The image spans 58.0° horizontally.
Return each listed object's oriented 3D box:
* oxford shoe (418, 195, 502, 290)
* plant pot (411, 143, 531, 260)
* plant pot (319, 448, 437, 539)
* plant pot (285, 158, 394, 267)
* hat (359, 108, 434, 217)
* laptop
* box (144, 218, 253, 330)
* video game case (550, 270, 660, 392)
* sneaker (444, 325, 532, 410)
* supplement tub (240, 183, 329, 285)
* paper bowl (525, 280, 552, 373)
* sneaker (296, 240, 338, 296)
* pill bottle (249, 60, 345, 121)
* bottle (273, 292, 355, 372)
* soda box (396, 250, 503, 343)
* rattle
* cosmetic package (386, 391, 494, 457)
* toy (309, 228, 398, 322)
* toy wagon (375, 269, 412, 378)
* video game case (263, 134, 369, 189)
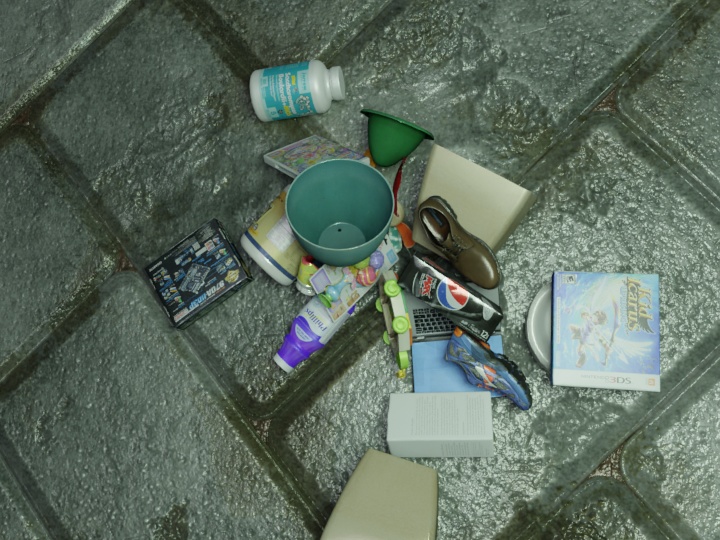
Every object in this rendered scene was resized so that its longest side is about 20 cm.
[{"bbox_3d":[0.168,-0.039,1.141,0.200,0.084,0.073,46,116,6],"label":"oxford shoe"},{"bbox_3d":[0.206,-0.108,1.256,0.197,0.200,0.180,29,100,15],"label":"plant pot"},{"bbox_3d":[0.057,0.440,1.194,0.195,0.201,0.181,14,72,13],"label":"plant pot"},{"bbox_3d":[-0.036,-0.087,1.215,0.195,0.136,0.204,0,59,1],"label":"plant pot"},{"bbox_3d":[0.048,-0.218,1.327,0.162,0.200,0.180,20,97,11],"label":"hat"},{"bbox_3d":[0.183,0.137,1.256,0.183,0.203,0.117,-6,36,10],"label":"laptop"},{"bbox_3d":[-0.355,0.008,1.425,0.198,0.046,0.161,-35,75,3],"label":"box"},{"bbox_3d":[0.428,0.106,1.143,0.177,0.045,0.205,2,81,10],"label":"video game case"},{"bbox_3d":[0.241,0.191,1.221,0.199,0.075,0.079,42,112,9],"label":"sneaker"},{"bbox_3d":[-0.137,-0.086,1.347,0.144,0.144,0.200,43,90,15],"label":"supplement tub"},{"bbox_3d":[0.412,0.106,1.222,0.196,0.104,0.206,-2,80,10],"label":"paper bowl"},{"bbox_3d":[-0.045,-0.030,1.316,0.199,0.092,0.078,-35,54,-30],"label":"sneaker"},{"bbox_3d":[-0.135,-0.395,1.421,0.195,0.111,0.114,-7,78,10],"label":"pill bottle"},{"bbox_3d":[-0.099,0.119,1.342,0.083,0.065,0.201,42,90,18],"label":"bottle"},{"bbox_3d":[0.166,0.047,1.203,0.198,0.071,0.064,33,103,3],"label":"soda box"},{"bbox_3d":[0.057,-0.150,1.380,0.198,0.143,0.131,36,120,0],"label":"rattle"},{"bbox_3d":[0.152,0.294,1.237,0.195,0.072,0.103,-3,47,11],"label":"cosmetic package"},{"bbox_3d":[0.000,0.000,1.288,0.199,0.116,0.047,-42,33,-20],"label":"toy"},{"bbox_3d":[0.068,0.107,1.264,0.039,0.155,0.205,-11,77,-8],"label":"toy wagon"},{"bbox_3d":[-0.094,-0.229,1.345,0.141,0.018,0.199,-27,38,-27],"label":"video game case"}]
